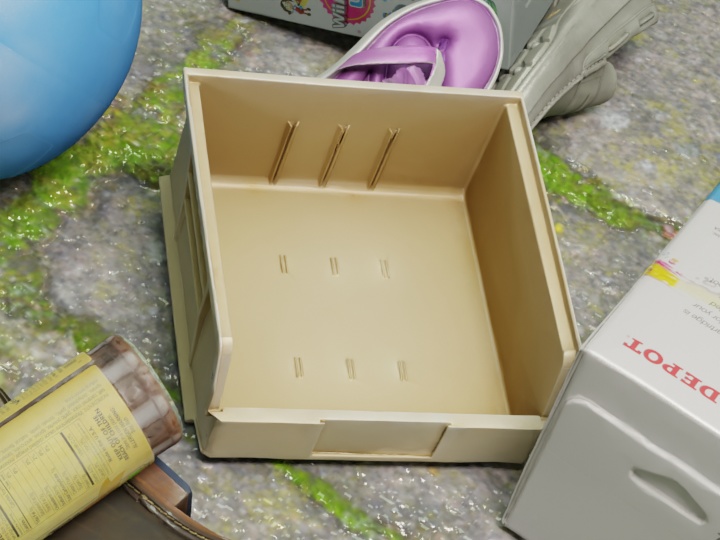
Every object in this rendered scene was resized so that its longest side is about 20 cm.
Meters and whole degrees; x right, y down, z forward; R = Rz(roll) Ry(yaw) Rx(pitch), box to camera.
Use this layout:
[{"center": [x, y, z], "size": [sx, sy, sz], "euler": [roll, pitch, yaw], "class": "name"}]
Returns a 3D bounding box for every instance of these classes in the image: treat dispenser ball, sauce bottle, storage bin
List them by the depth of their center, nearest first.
[{"center": [-0.179, 0.108, 0.984], "size": [0.200, 0.065, 0.065], "euler": [-34, 61, -14], "class": "sauce bottle"}, {"center": [0.000, 0.000, 1.159], "size": [0.199, 0.094, 0.199], "euler": [3, 53, -18], "class": "storage bin"}, {"center": [-0.221, -0.148, 1.165], "size": [0.200, 0.201, 0.201], "euler": [10, 44, -10], "class": "treat dispenser ball"}]

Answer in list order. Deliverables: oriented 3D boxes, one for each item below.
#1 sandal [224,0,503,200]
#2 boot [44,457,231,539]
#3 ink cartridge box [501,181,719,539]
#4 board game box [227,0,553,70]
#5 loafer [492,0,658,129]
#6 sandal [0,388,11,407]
[{"center": [0.009, -0.097, 1.262], "size": [0.202, 0.050, 0.083], "euler": [-33, 101, -16], "class": "sandal"}, {"center": [-0.086, 0.169, 0.997], "size": [0.200, 0.075, 0.097], "euler": [35, 54, 29], "class": "boot"}, {"center": [0.198, 0.074, 1.130], "size": [0.146, 0.146, 0.200], "euler": [33, 44, 13], "class": "ink cartridge box"}, {"center": [0.030, -0.214, 1.386], "size": [0.199, 0.065, 0.148], "euler": [13, 40, 18], "class": "board game box"}, {"center": [0.137, -0.133, 1.374], "size": [0.070, 0.070, 0.200], "euler": [49, 56, -13], "class": "loafer"}, {"center": [-0.224, 0.045, 1.076], "size": [0.054, 0.082, 0.200], "euler": [-36, 72, -4], "class": "sandal"}]
